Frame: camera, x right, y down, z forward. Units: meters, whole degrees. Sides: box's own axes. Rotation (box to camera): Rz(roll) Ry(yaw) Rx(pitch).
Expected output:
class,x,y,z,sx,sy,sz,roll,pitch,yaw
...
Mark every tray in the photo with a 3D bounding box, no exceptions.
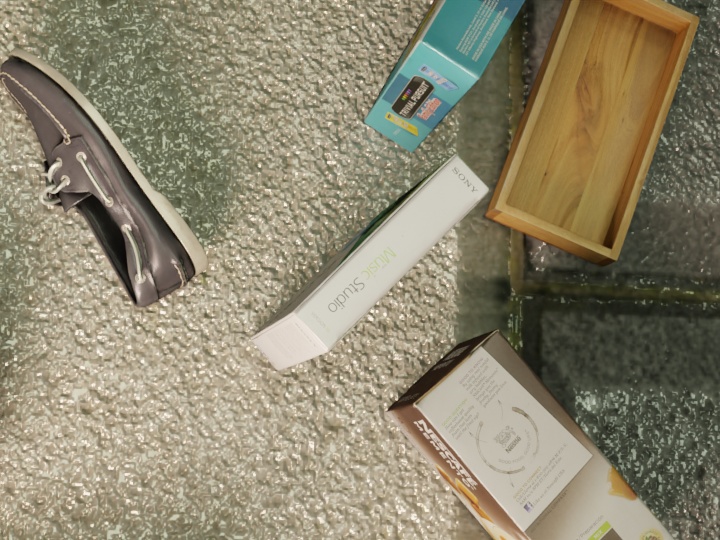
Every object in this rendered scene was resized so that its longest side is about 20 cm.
class,x,y,z,sx,sy,sz,roll,pitch,yaw
tray,0.174,-0.115,1.100,0.098,0.037,0.201,22,77,-6

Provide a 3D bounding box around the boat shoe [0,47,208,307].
class,x,y,z,sx,sy,sz,roll,pitch,yaw
boat shoe,-0.189,-0.062,1.009,0.063,0.073,0.200,-41,95,-16

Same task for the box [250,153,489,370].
class,x,y,z,sx,sy,sz,roll,pitch,yaw
box,0.000,0.000,0.967,0.144,0.200,0.036,-44,94,-14

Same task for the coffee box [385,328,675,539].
class,x,y,z,sx,sy,sz,roll,pitch,yaw
coffee box,0.117,0.145,1.011,0.080,0.114,0.200,-40,91,-13

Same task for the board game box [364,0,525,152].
class,x,y,z,sx,sy,sz,roll,pitch,yaw
board game box,0.073,-0.176,1.006,0.047,0.200,0.152,31,77,-4
